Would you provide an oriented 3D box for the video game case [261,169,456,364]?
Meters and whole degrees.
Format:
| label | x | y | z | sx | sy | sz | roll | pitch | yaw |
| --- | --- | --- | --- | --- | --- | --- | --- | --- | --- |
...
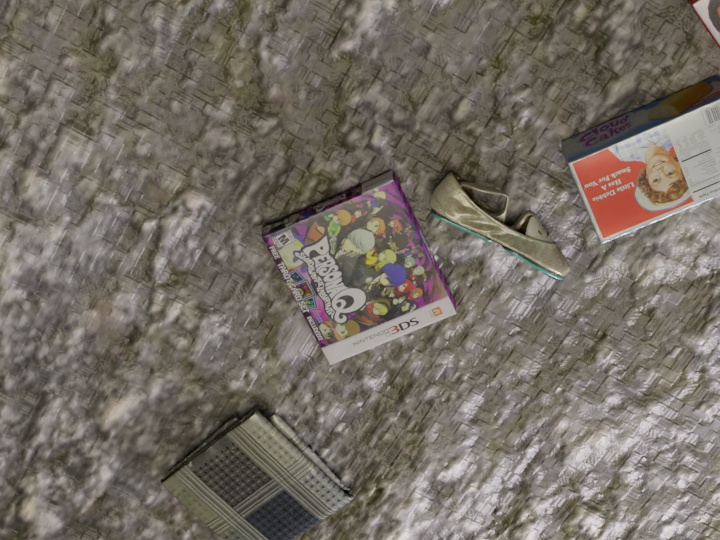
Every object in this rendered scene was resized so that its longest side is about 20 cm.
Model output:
| label | x | y | z | sx | sy | sz | roll | pitch | yaw |
| --- | --- | --- | --- | --- | --- | --- | --- | --- | --- |
| video game case | 0.000 | 0.000 | 1.577 | 0.180 | 0.036 | 0.201 | -22 | 114 | 11 |

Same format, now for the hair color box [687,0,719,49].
| label | x | y | z | sx | sy | sz | roll | pitch | yaw |
| --- | --- | --- | --- | --- | --- | --- | --- | --- | --- |
| hair color box | 0.458 | -0.256 | 1.423 | 0.101 | 0.061 | 0.200 | -35 | 110 | 18 |

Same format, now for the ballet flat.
| label | x | y | z | sx | sy | sz | roll | pitch | yaw |
| --- | --- | --- | --- | --- | --- | --- | --- | --- | --- |
| ballet flat | 0.177 | -0.055 | 1.531 | 0.198 | 0.068 | 0.063 | 26 | 105 | -11 |

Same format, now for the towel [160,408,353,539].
| label | x | y | z | sx | sy | sz | roll | pitch | yaw |
| --- | --- | --- | --- | --- | --- | --- | --- | --- | --- |
| towel | -0.142 | 0.291 | 1.735 | 0.192 | 0.035 | 0.200 | -36 | 112 | 21 |

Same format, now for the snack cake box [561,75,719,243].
| label | x | y | z | sx | sy | sz | roll | pitch | yaw |
| --- | --- | --- | --- | --- | --- | --- | --- | --- | --- |
| snack cake box | 0.348 | -0.128 | 1.487 | 0.198 | 0.067 | 0.116 | -22 | 116 | 12 |
